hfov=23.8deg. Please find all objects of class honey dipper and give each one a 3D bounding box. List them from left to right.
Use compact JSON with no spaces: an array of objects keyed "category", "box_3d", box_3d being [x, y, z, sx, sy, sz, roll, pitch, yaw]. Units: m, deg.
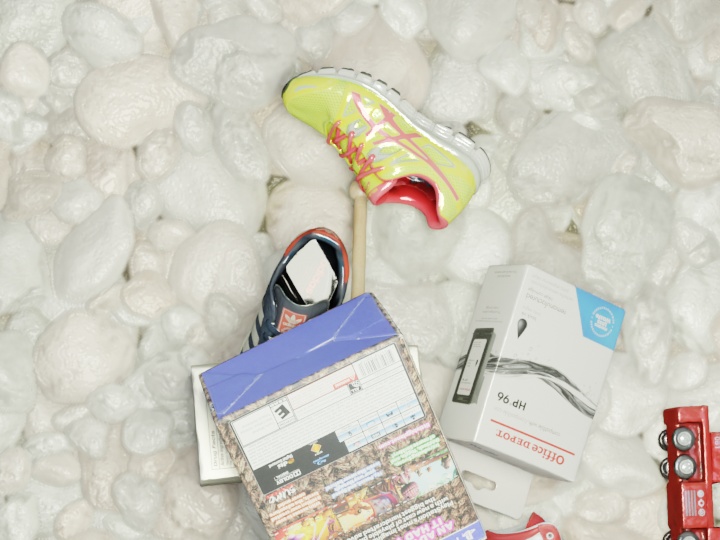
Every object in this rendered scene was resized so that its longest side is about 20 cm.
[{"category":"honey dipper","box_3d":[0.000,0.000,1.486,0.038,0.038,0.201,7,53,-4]}]

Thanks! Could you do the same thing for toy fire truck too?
[{"category":"toy fire truck","box_3d":[0.339,0.167,1.521,0.140,0.049,0.202,-1,82,-7]}]

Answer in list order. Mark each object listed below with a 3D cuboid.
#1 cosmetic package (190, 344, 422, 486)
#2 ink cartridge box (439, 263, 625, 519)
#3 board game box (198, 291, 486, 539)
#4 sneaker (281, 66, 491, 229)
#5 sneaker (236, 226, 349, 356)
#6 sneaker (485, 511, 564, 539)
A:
[{"category":"cosmetic package","box_3d":[-0.045,0.126,1.480,0.198,0.073,0.104,-4,81,-5]},{"category":"ink cartridge box","box_3d":[0.142,0.108,1.484,0.115,0.068,0.202,23,79,-26]},{"category":"board game box","box_3d":[-0.014,0.148,1.368,0.158,0.097,0.201,-25,114,-4]},{"category":"sneaker","box_3d":[0.015,-0.106,1.509,0.199,0.078,0.091,27,64,0]},{"category":"sneaker","box_3d":[-0.061,0.056,1.411,0.074,0.085,0.202,15,81,-3]},{"category":"sneaker","box_3d":[0.195,0.272,1.481,0.198,0.071,0.114,7,84,-2]}]
